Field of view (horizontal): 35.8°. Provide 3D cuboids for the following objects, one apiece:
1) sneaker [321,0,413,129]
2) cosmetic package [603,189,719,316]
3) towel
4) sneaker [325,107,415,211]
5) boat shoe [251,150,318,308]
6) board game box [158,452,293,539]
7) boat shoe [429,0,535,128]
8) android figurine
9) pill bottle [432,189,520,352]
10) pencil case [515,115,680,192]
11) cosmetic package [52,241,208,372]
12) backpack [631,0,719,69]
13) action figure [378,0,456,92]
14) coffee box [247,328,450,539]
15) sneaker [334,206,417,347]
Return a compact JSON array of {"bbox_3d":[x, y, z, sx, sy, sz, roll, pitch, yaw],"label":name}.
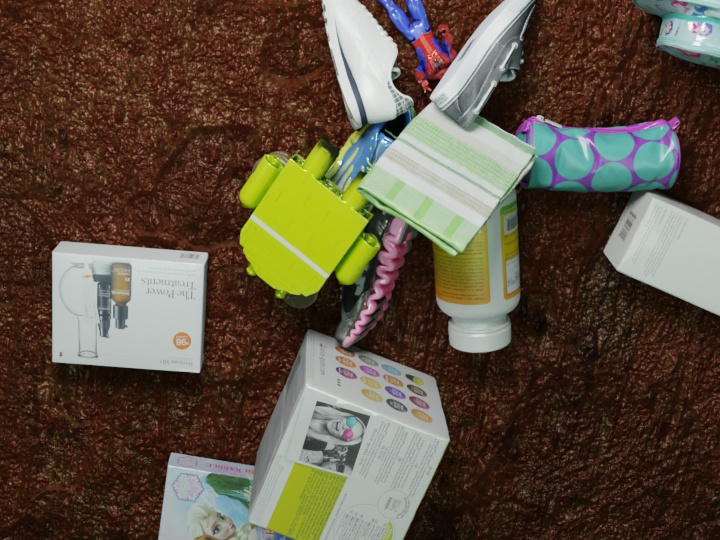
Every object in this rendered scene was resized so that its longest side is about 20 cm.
[{"bbox_3d":[0.002,-0.269,1.336,0.079,0.076,0.204,-16,78,2],"label":"sneaker"},{"bbox_3d":[0.429,-0.019,1.436,0.197,0.085,0.109,24,106,-9],"label":"cosmetic package"},{"bbox_3d":[0.102,-0.113,1.298,0.148,0.200,0.031,32,143,12],"label":"towel"},{"bbox_3d":[0.005,-0.127,1.363,0.075,0.105,0.202,28,87,-7],"label":"sneaker"},{"bbox_3d":[-0.084,-0.055,1.422,0.071,0.068,0.204,-6,107,19],"label":"boat shoe"},{"bbox_3d":[-0.184,0.368,1.564,0.195,0.041,0.204,9,106,-3],"label":"board game box"},{"bbox_3d":[0.163,-0.257,1.338,0.068,0.072,0.201,40,70,-13],"label":"boat shoe"},{"bbox_3d":[-0.067,-0.054,1.357,0.181,0.041,0.201,36,113,0],"label":"android figurine"},{"bbox_3d":[0.148,-0.005,1.421,0.109,0.111,0.204,-5,107,0],"label":"pill bottle"},{"bbox_3d":[0.295,-0.147,1.396,0.196,0.085,0.094,0,113,-2],"label":"pencil case"},{"bbox_3d":[-0.301,0.049,1.462,0.196,0.052,0.154,4,109,-2],"label":"cosmetic package"},{"bbox_3d":[0.417,-0.316,1.301,0.197,0.178,0.153,20,101,-3],"label":"backpack"},{"bbox_3d":[0.066,-0.294,1.343,0.065,0.099,0.202,-31,108,6],"label":"action figure"},{"bbox_3d":[-0.017,0.228,1.442,0.195,0.200,0.203,21,105,-8],"label":"coffee box"},{"bbox_3d":[0.000,0.000,1.451,0.094,0.079,0.203,26,105,14],"label":"sneaker"}]
